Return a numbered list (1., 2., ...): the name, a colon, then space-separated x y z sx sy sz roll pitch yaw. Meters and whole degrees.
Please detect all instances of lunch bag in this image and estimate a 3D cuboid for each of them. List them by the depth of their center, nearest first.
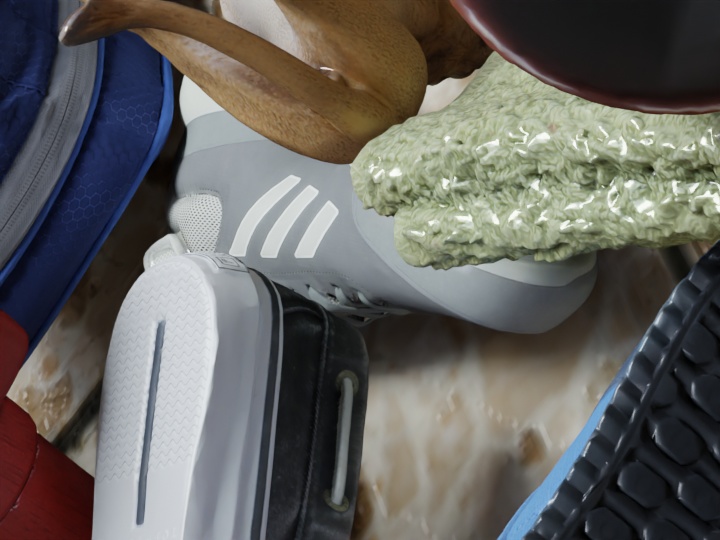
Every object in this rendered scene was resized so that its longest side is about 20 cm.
1. lunch bag: -0.136 -0.057 0.932 0.136 0.132 0.200 -52 25 21

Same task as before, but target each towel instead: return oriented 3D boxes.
1. towel: 0.102 -0.052 0.638 0.200 0.148 0.037 -3 118 49

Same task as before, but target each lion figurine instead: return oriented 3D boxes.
1. lion figurine: -0.011 -0.067 0.738 0.072 0.122 0.200 -45 14 28

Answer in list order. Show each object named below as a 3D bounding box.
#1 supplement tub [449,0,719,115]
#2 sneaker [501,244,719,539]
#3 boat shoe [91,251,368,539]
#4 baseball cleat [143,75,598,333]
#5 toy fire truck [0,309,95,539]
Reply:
1. supplement tub: 0.064 -0.118 0.623 0.107 0.107 0.200 -55 12 25
2. sneaker: 0.071 0.054 0.644 0.200 0.066 0.078 -50 -5 -17
3. boat shoe: -0.030 0.096 0.725 0.072 0.071 0.200 -9 69 56
4. baseball cleat: 0.000 0.000 0.817 0.200 0.070 0.107 42 119 60
5. toy fire truck: -0.121 0.047 0.802 0.176 0.200 0.129 -5 51 49
